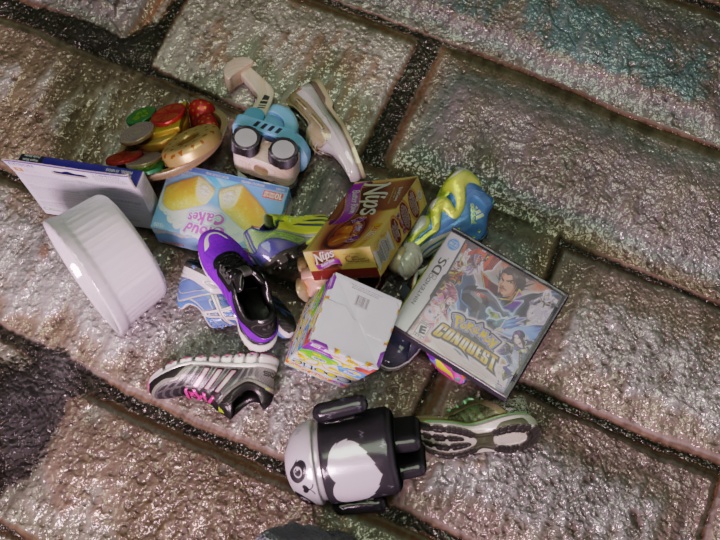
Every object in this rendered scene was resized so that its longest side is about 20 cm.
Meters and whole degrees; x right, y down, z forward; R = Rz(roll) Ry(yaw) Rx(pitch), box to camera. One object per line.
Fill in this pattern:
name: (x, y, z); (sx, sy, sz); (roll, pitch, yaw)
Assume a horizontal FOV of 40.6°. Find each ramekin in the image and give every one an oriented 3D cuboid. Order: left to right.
ramekin: (-0.375, -0.014, 1.446); (0.097, 0.201, 0.201); (-36, 73, -19)

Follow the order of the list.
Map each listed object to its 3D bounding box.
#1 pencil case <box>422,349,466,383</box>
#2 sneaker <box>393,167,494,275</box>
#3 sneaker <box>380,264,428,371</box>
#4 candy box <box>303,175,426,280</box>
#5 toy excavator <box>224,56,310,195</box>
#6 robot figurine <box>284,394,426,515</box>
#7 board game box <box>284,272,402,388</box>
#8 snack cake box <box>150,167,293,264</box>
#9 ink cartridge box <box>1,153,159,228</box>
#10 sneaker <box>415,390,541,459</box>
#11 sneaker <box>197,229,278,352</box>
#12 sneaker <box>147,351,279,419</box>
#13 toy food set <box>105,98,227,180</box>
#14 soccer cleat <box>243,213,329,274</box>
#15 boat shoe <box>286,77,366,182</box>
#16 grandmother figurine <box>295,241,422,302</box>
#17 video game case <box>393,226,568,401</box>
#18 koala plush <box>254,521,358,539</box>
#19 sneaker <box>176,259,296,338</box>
pencil case: (0.182, 0.078, 1.449); (0.088, 0.089, 0.200); (42, 74, 15)
sneaker: (0.137, -0.057, 1.507); (0.104, 0.076, 0.201); (35, 86, 1)
sneaker: (0.085, 0.058, 1.466); (0.078, 0.080, 0.201); (33, 76, 12)
candy box: (0.011, -0.065, 1.452); (0.115, 0.057, 0.201); (-3, 35, 30)
toy excavator: (-0.158, -0.242, 1.581); (0.192, 0.100, 0.202); (19, 59, 8)
robot figurine: (-0.008, 0.261, 1.366); (0.197, 0.125, 0.152); (-9, 72, 5)
board game box: (-0.030, 0.090, 1.381); (0.104, 0.200, 0.104); (23, 72, -8)
snack cake box: (-0.216, -0.086, 1.531); (0.197, 0.067, 0.117); (12, 70, 6)
ink cartridge box: (-0.416, -0.130, 1.482); (0.196, 0.200, 0.041); (9, 71, 4)
sneaker: (0.161, 0.219, 1.425); (0.197, 0.078, 0.089); (-1, 39, 3)
sneaker: (-0.171, 0.011, 1.400); (0.069, 0.100, 0.201); (-26, 71, -20)
sneaker: (-0.215, 0.177, 1.434); (0.197, 0.074, 0.089); (-6, 64, -5)
toy food set: (-0.304, -0.208, 1.540); (0.195, 0.049, 0.201); (-13, 38, 10)
soccer cleat: (-0.104, -0.061, 1.463); (0.065, 0.200, 0.084); (-38, 88, 32)
boat shoe: (-0.055, -0.217, 1.574); (0.068, 0.075, 0.201); (-26, 63, -4)
grandmother figurine: (0.000, 0.000, 1.462); (0.197, 0.061, 0.123); (-13, 61, 19)
video game case: (0.170, 0.059, 1.402); (0.199, 0.026, 0.182); (31, 73, 14)
koala plush: (-0.070, 0.461, 1.304); (0.175, 0.184, 0.203); (22, 93, 18)
sneaker: (-0.190, 0.057, 1.487); (0.198, 0.076, 0.078); (27, 99, 9)
